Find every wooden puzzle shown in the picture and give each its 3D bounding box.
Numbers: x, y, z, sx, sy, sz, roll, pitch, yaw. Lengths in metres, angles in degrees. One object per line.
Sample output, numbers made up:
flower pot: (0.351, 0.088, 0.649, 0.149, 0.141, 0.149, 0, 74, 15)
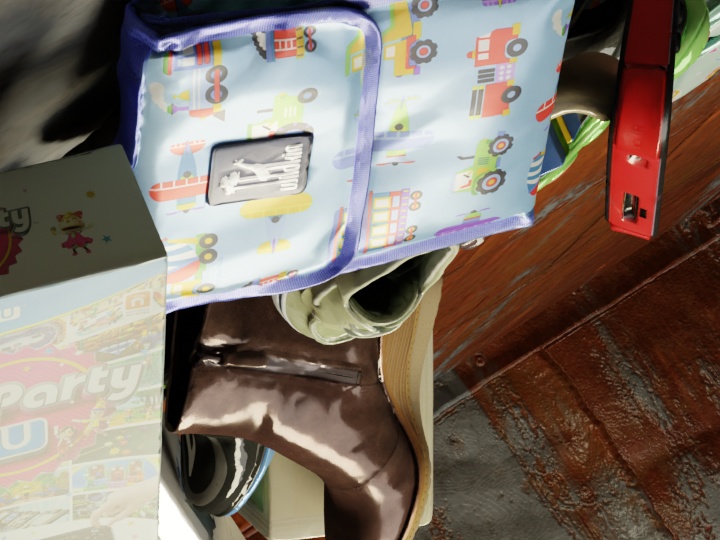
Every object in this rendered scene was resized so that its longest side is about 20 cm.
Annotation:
wooden puzzle: (0.046, -0.057, 1.358, 0.199, 0.047, 0.185, -19, -171, 12)

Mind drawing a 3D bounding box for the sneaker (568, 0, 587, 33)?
sneaker: (0.056, -0.124, 1.247, 0.088, 0.075, 0.200, -47, 177, 26)

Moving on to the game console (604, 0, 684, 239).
game console: (0.147, -0.120, 1.263, 0.031, 0.178, 0.200, 9, 166, 6)

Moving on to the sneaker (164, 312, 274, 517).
sneaker: (-0.094, 0.050, 1.404, 0.082, 0.071, 0.201, -25, 131, -30)

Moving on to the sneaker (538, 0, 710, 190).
sneaker: (0.110, -0.109, 1.492, 0.200, 0.084, 0.077, -41, -164, 14)

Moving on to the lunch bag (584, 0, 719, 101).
lunch bag: (0.205, -0.164, 1.573, 0.200, 0.077, 0.160, -38, 172, 23)

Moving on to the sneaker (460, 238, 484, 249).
sneaker: (0.083, -0.077, 1.622, 0.115, 0.076, 0.200, -38, 172, 8)

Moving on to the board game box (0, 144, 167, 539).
board game box: (-0.155, 0.052, 0.998, 0.146, 0.065, 0.201, -13, 142, -16)

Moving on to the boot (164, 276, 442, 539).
boot: (-0.039, 0.080, 1.380, 0.165, 0.202, 0.072, -2, -163, -38)

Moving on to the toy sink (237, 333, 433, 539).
toy sink: (-0.030, 0.043, 1.512, 0.111, 0.202, 0.130, -4, -168, -19)

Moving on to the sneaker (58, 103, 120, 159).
sneaker: (-0.056, -0.058, 1.140, 0.091, 0.076, 0.200, -47, 173, 20)

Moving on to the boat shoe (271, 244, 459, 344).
boat shoe: (0.000, 0.000, 1.233, 0.071, 0.062, 0.200, -11, 161, -14)

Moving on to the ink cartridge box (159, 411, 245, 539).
ink cartridge box: (-0.161, 0.159, 1.500, 0.146, 0.086, 0.201, -22, 135, 6)

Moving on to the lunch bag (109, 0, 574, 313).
lunch bag: (-0.024, -0.070, 1.031, 0.199, 0.094, 0.151, -20, 142, -23)
